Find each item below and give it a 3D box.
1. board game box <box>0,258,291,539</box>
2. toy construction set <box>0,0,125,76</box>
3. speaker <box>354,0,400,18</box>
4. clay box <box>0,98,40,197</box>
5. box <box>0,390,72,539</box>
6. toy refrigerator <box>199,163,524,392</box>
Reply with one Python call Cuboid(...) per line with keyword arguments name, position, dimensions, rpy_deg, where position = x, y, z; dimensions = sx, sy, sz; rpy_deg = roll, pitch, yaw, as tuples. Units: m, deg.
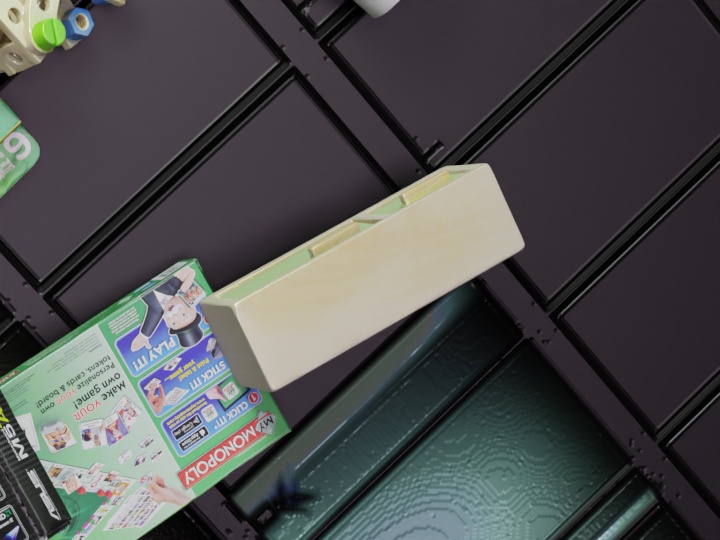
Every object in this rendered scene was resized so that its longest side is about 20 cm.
Cuboid(name="board game box", position=(-0.157, 0.101, 1.359), dimensions=(0.199, 0.029, 0.135), rpy_deg=(-34, 103, -24))
Cuboid(name="toy construction set", position=(-0.244, -0.200, 1.292), dimensions=(0.200, 0.092, 0.131), rpy_deg=(40, 55, -13))
Cuboid(name="speaker", position=(-0.037, -0.255, 1.352), dimensions=(0.200, 0.081, 0.081), rpy_deg=(39, 86, -13))
Cuboid(name="clay box", position=(-0.305, -0.107, 1.320), dimensions=(0.115, 0.048, 0.200), rpy_deg=(-45, 103, -5))
Cuboid(name="box", position=(-0.303, 0.118, 1.283), dimensions=(0.199, 0.047, 0.194), rpy_deg=(-30, 91, 19))
Cuboid(name="toy refrigerator", position=(0.000, 0.000, 1.373), dimensions=(0.199, 0.076, 0.070), rpy_deg=(-29, 101, -18))
